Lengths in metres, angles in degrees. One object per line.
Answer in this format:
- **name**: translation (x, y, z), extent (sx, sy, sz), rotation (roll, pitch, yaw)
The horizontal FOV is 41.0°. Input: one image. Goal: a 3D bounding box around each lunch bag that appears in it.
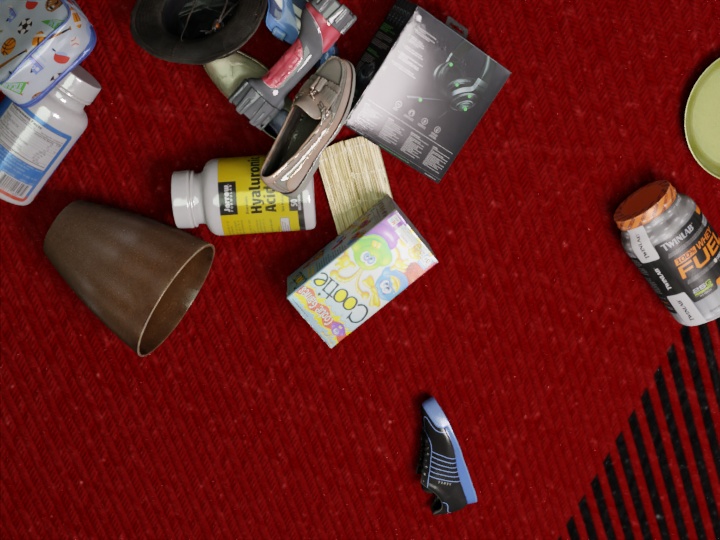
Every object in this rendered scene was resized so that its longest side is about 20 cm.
- **lunch bag**: translation (-0.450, -0.316, 1.277), extent (0.160, 0.200, 0.076), rotation (-45, 146, 3)

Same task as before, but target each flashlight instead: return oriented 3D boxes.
- **flashlight**: translation (-0.095, -0.286, 1.285), extent (0.200, 0.068, 0.068), rotation (-44, 69, 10)

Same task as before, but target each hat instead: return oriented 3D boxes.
- **hat**: translation (-0.209, -0.345, 1.320), extent (0.199, 0.081, 0.202), rotation (-5, 69, 13)

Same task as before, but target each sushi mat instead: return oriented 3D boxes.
- **sushi mat**: translation (0.002, -0.099, 1.440), extent (0.095, 0.012, 0.201), rotation (-15, 106, 1)

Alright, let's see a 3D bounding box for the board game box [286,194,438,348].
- **board game box**: translation (0.000, 0.000, 1.406), extent (0.200, 0.105, 0.103), rotation (-39, 105, 7)

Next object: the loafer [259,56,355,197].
- **loafer**: translation (-0.070, -0.195, 1.282), extent (0.072, 0.063, 0.201), rotation (28, 95, 35)

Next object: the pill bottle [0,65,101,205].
- **pill bottle**: translation (-0.451, -0.200, 1.338), extent (0.112, 0.112, 0.200), rotation (38, 99, -12)

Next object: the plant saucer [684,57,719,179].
- **plant saucer**: translation (0.572, -0.230, 1.427), extent (0.198, 0.031, 0.202), rotation (-1, 104, -3)

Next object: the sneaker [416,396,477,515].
- **sneaker**: translation (0.121, 0.299, 1.525), extent (0.077, 0.070, 0.201), rotation (-22, 106, -4)

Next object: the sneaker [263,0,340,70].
- **sneaker**: translation (-0.085, -0.339, 1.343), extent (0.082, 0.074, 0.201), rotation (-25, 97, 5)

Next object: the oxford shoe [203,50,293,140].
- **oxford shoe**: translation (-0.141, -0.244, 1.361), extent (0.200, 0.074, 0.071), rotation (38, 103, -11)

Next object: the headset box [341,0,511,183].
- **headset box**: translation (0.084, -0.256, 1.341), extent (0.173, 0.093, 0.201), rotation (27, 103, -25)

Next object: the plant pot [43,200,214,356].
- **plant pot**: translation (-0.342, -0.010, 1.375), extent (0.199, 0.187, 0.188), rotation (32, 102, 5)

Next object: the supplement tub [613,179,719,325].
- **supplement tub**: translation (0.470, -0.027, 1.429), extent (0.122, 0.123, 0.200), rotation (-39, 104, 7)

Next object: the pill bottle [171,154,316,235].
- **pill bottle**: translation (-0.165, -0.107, 1.379), extent (0.198, 0.111, 0.112), rotation (-5, 105, -1)
